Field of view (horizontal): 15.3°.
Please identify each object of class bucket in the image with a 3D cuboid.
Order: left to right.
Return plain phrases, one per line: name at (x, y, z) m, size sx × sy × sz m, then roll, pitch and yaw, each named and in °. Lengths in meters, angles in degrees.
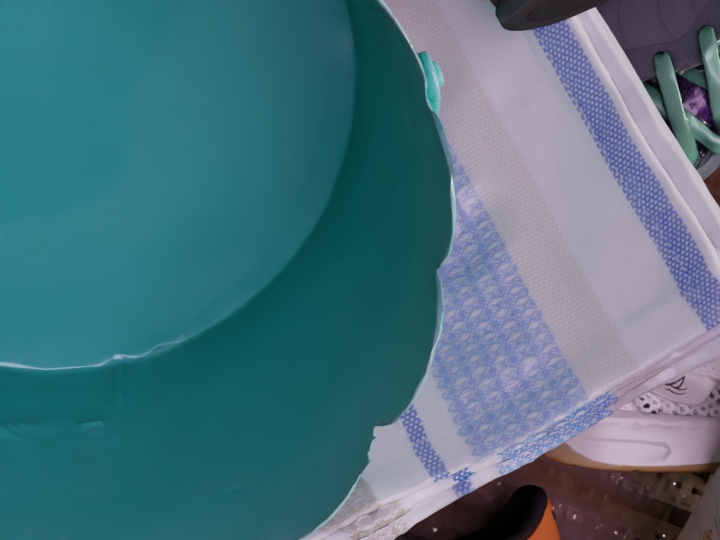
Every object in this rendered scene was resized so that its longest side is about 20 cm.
bucket at (-0.080, -0.026, 0.673) m, size 0.206 × 0.135 × 0.208 m, roll -1°, pitch 111°, yaw -3°

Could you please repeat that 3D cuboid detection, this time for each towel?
towel at (0.000, 0.000, 0.768) m, size 0.199 × 0.024 × 0.147 m, roll -29°, pitch 74°, yaw 5°

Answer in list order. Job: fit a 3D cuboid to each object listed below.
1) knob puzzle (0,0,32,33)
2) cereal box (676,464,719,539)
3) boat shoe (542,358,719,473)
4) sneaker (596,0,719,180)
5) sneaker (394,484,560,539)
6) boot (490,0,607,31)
knob puzzle at (-0.137, -0.155, 0.731) m, size 0.218 × 0.030 × 0.221 m, roll 1°, pitch 101°, yaw 5°
cereal box at (0.169, 0.089, 0.807) m, size 0.143 × 0.040 × 0.200 m, roll 8°, pitch 138°, yaw -15°
boat shoe at (0.150, 0.026, 0.835) m, size 0.199 × 0.071 × 0.070 m, roll 1°, pitch 99°, yaw -12°
sneaker at (0.109, -0.071, 0.789) m, size 0.200 × 0.087 × 0.074 m, roll -45°, pitch 108°, yaw -12°
sneaker at (-0.029, 0.104, 0.809) m, size 0.199 × 0.070 × 0.091 m, roll 1°, pitch 92°, yaw -18°
boot at (0.047, -0.192, 0.737) m, size 0.200 × 0.068 × 0.189 m, roll 46°, pitch 115°, yaw 16°
